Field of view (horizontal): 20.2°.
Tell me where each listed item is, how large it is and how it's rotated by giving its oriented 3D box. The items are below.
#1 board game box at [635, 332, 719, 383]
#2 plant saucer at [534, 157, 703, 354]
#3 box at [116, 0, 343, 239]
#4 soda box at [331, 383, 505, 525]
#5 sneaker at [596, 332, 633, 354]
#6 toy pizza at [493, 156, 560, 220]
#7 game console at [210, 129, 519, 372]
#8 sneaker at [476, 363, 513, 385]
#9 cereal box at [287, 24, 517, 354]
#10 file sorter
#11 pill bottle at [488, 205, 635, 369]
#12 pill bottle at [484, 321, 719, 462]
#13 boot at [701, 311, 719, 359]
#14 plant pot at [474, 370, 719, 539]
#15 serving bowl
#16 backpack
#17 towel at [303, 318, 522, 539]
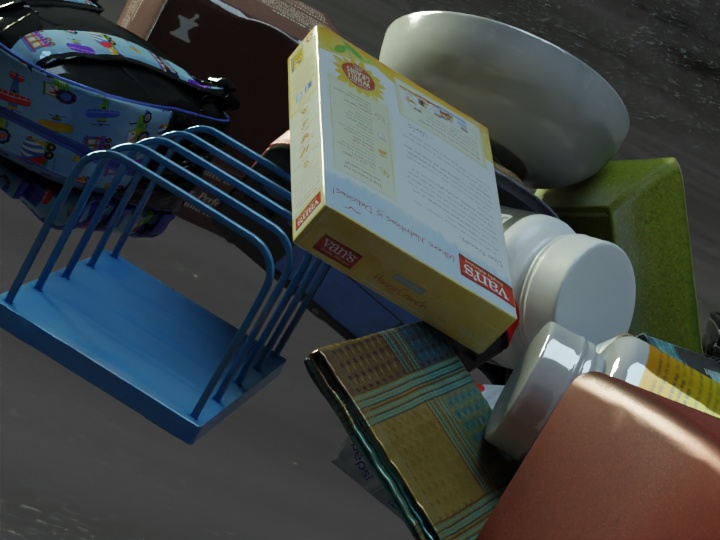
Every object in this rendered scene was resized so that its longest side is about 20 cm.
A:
[{"bbox_3d":[0.230,0.114,1.326,0.200,0.028,0.135,18,46,-65],"label":"board game box"},{"bbox_3d":[0.188,0.017,1.561,0.048,0.200,0.200,-8,4,-21],"label":"plant saucer"},{"bbox_3d":[-0.115,-0.142,1.590,0.166,0.164,0.200,25,14,-16],"label":"box"},{"bbox_3d":[0.071,0.113,1.266,0.068,0.064,0.200,37,16,31],"label":"soda box"},{"bbox_3d":[0.181,0.143,1.391,0.200,0.108,0.070,59,28,-16],"label":"sneaker"},{"bbox_3d":[0.069,-0.064,1.554,0.200,0.032,0.200,22,-16,7],"label":"toy pizza"},{"bbox_3d":[0.000,0.000,1.342,0.200,0.031,0.177,41,-31,-4],"label":"game console"},{"bbox_3d":[0.150,0.100,1.485,0.084,0.075,0.200,11,16,-38],"label":"sneaker"},{"bbox_3d":[0.023,-0.053,1.234,0.144,0.040,0.200,31,31,-23],"label":"cereal box"},{"bbox_3d":[-0.104,-0.003,1.199,0.139,0.123,0.200,31,14,6],"label":"file sorter"},{"bbox_3d":[0.093,0.008,1.466,0.200,0.114,0.114,14,0,41],"label":"pill bottle"},{"bbox_3d":[0.174,0.110,1.137,0.200,0.109,0.109,30,13,-1],"label":"pill bottle"},{"bbox_3d":[0.259,0.088,1.612,0.070,0.132,0.200,23,15,-23],"label":"boot"},{"bbox_3d":[0.161,0.161,0.981,0.200,0.200,0.176,21,16,-34],"label":"plant pot"},{"bbox_3d":[0.099,-0.115,1.528,0.200,0.066,0.200,21,-16,6],"label":"serving bowl"},{"bbox_3d":[-0.208,-0.113,1.351,0.182,0.135,0.200,36,14,22],"label":"backpack"},{"bbox_3d":[0.057,0.120,1.117,0.200,0.022,0.147,57,26,12],"label":"towel"}]
